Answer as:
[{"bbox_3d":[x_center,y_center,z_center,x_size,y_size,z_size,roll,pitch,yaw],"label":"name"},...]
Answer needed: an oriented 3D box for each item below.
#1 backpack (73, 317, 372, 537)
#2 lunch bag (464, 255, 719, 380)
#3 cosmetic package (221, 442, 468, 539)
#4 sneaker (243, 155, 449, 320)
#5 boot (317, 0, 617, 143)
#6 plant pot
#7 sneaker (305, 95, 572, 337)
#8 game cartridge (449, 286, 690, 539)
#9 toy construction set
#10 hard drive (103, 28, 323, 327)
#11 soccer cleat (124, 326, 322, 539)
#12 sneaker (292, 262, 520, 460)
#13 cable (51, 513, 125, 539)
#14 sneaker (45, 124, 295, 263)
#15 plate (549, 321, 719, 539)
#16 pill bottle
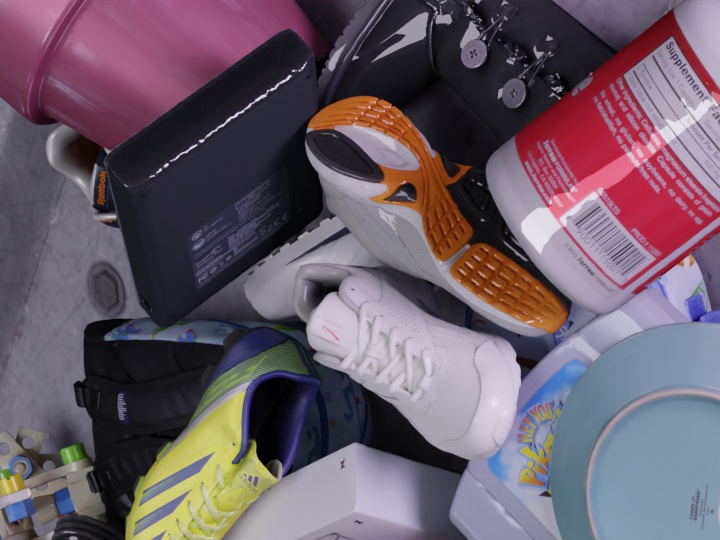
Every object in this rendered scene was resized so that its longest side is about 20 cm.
[{"bbox_3d":[-0.089,0.101,1.543,0.200,0.153,0.164,-12,86,58],"label":"backpack"},{"bbox_3d":[0.151,0.081,1.348,0.160,0.075,0.202,-9,98,41],"label":"lunch bag"},{"bbox_3d":[-0.008,0.181,1.470,0.200,0.150,0.052,-30,49,44],"label":"cosmetic package"},{"bbox_3d":[0.000,0.000,1.468,0.200,0.076,0.081,-30,91,45],"label":"sneaker"},{"bbox_3d":[0.077,-0.097,1.362,0.200,0.065,0.165,41,120,23],"label":"boot"},{"bbox_3d":[-0.122,-0.148,1.463,0.179,0.200,0.200,40,128,8],"label":"plant pot"},{"bbox_3d":[0.051,-0.021,1.345,0.200,0.076,0.092,42,158,26],"label":"sneaker"},{"bbox_3d":[0.139,0.113,1.297,0.133,0.040,0.200,47,121,18],"label":"game cartridge"},{"bbox_3d":[-0.226,0.168,1.668,0.200,0.130,0.093,-144,34,-77],"label":"toy construction set"},{"bbox_3d":[-0.085,-0.052,1.382,0.033,0.139,0.200,48,164,19],"label":"hard drive"},{"bbox_3d":[-0.088,0.132,1.421,0.084,0.064,0.201,36,102,47],"label":"soccer cleat"},{"bbox_3d":[0.018,0.051,1.327,0.200,0.099,0.078,36,108,55],"label":"sneaker"},{"bbox_3d":[-0.134,0.224,1.607,0.199,0.051,0.097,32,147,-13],"label":"cable"},{"bbox_3d":[-0.138,-0.054,1.573,0.199,0.079,0.079,27,119,33],"label":"sneaker"},{"bbox_3d":[0.189,0.128,1.235,0.199,0.026,0.202,8,105,30],"label":"plate"},{"bbox_3d":[0.175,-0.076,1.216,0.200,0.112,0.113,-38,75,17],"label":"pill bottle"}]
